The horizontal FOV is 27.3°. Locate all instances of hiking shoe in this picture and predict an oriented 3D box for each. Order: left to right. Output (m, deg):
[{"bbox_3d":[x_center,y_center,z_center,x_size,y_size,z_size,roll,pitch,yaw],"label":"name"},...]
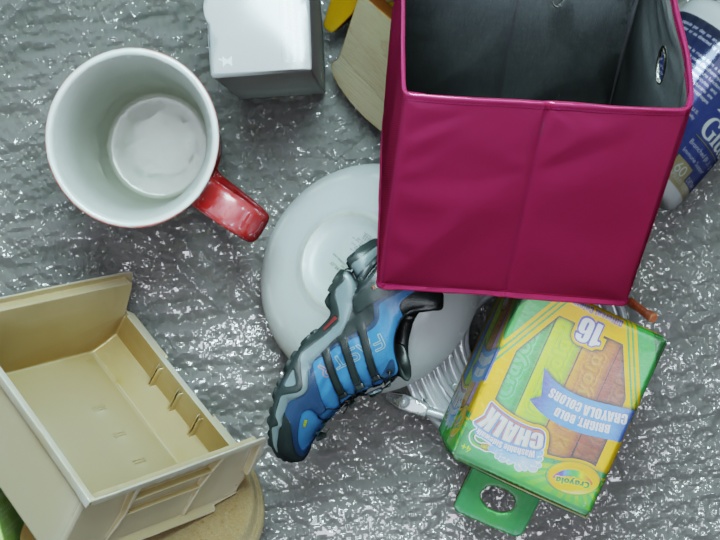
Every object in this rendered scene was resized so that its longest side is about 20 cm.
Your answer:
[{"bbox_3d":[-0.007,0.077,1.175,0.086,0.074,0.201,31,107,13],"label":"hiking shoe"}]

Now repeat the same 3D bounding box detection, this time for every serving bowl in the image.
[{"bbox_3d":[0.000,0.000,1.250,0.198,0.066,0.202,-5,75,19],"label":"serving bowl"}]

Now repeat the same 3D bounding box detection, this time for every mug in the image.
[{"bbox_3d":[-0.166,-0.085,1.216,0.133,0.200,0.179,-26,94,-1],"label":"mug"}]

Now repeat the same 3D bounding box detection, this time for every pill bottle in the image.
[{"bbox_3d":[0.290,-0.160,1.267,0.111,0.111,0.200,41,91,-3],"label":"pill bottle"}]

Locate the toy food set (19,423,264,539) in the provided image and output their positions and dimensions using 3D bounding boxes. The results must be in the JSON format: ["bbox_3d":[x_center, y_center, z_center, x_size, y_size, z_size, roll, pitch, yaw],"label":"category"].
[{"bbox_3d":[-0.174,0.202,1.249,0.196,0.201,0.049,15,133,0],"label":"toy food set"}]

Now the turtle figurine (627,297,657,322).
[{"bbox_3d":[0.163,-0.040,1.223,0.160,0.201,0.065,4,134,-27],"label":"turtle figurine"}]

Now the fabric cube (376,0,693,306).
[{"bbox_3d":[0.117,-0.115,1.088,0.198,0.200,0.197,3,48,-2],"label":"fabric cube"}]

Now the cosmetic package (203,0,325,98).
[{"bbox_3d":[-0.076,-0.201,1.212,0.089,0.200,0.108,-3,93,-1],"label":"cosmetic package"}]

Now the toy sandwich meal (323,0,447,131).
[{"bbox_3d":[0.040,-0.201,1.225,0.070,0.205,0.206,-38,93,-30],"label":"toy sandwich meal"}]

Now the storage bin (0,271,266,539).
[{"bbox_3d":[-0.208,0.113,1.192,0.200,0.198,0.094,47,127,24],"label":"storage bin"}]

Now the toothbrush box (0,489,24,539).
[{"bbox_3d":[-0.321,0.231,1.254,0.085,0.146,0.202,-13,94,0],"label":"toothbrush box"}]

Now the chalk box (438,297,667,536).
[{"bbox_3d":[0.142,0.117,1.202,0.124,0.124,0.201,23,91,-3],"label":"chalk box"}]

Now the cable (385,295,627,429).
[{"bbox_3d":[0.131,0.061,1.296,0.199,0.069,0.201,30,91,-3],"label":"cable"}]
